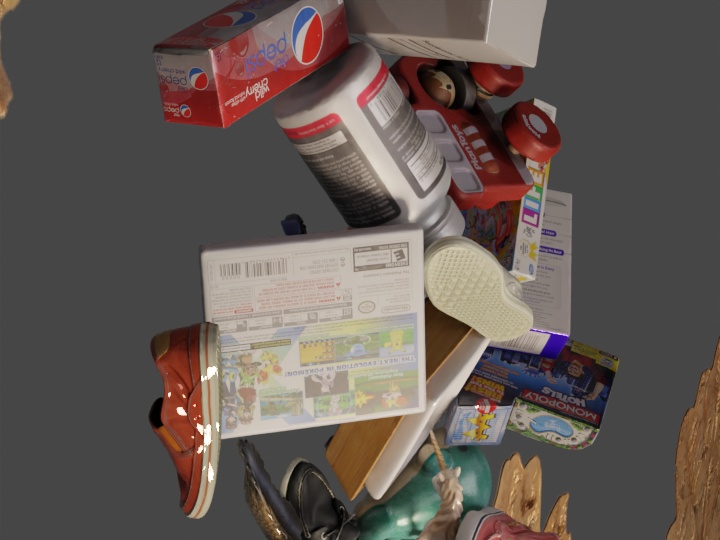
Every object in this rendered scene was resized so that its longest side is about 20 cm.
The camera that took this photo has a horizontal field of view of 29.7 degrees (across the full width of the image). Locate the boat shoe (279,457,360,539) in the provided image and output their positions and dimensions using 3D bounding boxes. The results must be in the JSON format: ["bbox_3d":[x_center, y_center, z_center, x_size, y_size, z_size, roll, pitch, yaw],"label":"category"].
[{"bbox_3d":[-0.029,0.273,1.395,0.075,0.066,0.200,-48,137,-43],"label":"boat shoe"}]

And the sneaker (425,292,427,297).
[{"bbox_3d":[0.077,-0.031,1.482,0.083,0.080,0.201,-46,141,-62],"label":"sneaker"}]

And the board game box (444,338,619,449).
[{"bbox_3d":[0.175,0.138,1.533,0.200,0.200,0.062,-56,163,-55],"label":"board game box"}]

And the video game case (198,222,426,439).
[{"bbox_3d":[-0.040,0.055,1.219,0.022,0.199,0.183,-124,-150,-66],"label":"video game case"}]

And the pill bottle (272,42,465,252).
[{"bbox_3d":[0.015,-0.100,1.256,0.200,0.111,0.111,55,49,-26],"label":"pill bottle"}]

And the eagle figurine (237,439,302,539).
[{"bbox_3d":[-0.077,0.268,1.272,0.151,0.200,0.152,-52,-163,20],"label":"eagle figurine"}]

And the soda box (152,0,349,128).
[{"bbox_3d":[-0.088,-0.189,1.152,0.200,0.063,0.070,-41,132,-47],"label":"soda box"}]

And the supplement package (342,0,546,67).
[{"bbox_3d":[0.059,-0.263,1.248,0.120,0.200,0.122,6,93,-61],"label":"supplement package"}]

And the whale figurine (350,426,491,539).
[{"bbox_3d":[0.068,0.260,1.507,0.200,0.104,0.159,-27,151,-44],"label":"whale figurine"}]

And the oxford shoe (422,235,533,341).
[{"bbox_3d":[0.108,0.009,1.294,0.200,0.075,0.058,39,33,-55],"label":"oxford shoe"}]

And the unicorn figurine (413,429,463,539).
[{"bbox_3d":[0.066,0.288,1.406,0.137,0.074,0.200,90,23,-65],"label":"unicorn figurine"}]

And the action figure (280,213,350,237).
[{"bbox_3d":[0.000,0.000,1.332,0.200,0.104,0.194,66,35,-46],"label":"action figure"}]

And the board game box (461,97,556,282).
[{"bbox_3d":[0.150,-0.078,1.504,0.034,0.134,0.201,19,70,-30],"label":"board game box"}]

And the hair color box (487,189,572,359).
[{"bbox_3d":[0.184,-0.004,1.572,0.065,0.109,0.200,108,-9,-58],"label":"hair color box"}]

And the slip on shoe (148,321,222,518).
[{"bbox_3d":[-0.149,0.128,1.157,0.074,0.061,0.200,-94,-174,-55],"label":"slip on shoe"}]

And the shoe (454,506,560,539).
[{"bbox_3d":[0.152,0.294,1.411,0.200,0.091,0.072,6,101,-73],"label":"shoe"}]

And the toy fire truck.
[{"bbox_3d":[0.098,-0.153,1.400,0.168,0.112,0.200,-6,63,-49],"label":"toy fire truck"}]

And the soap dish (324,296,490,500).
[{"bbox_3d":[0.047,0.128,1.399,0.157,0.081,0.200,-46,168,-44],"label":"soap dish"}]
